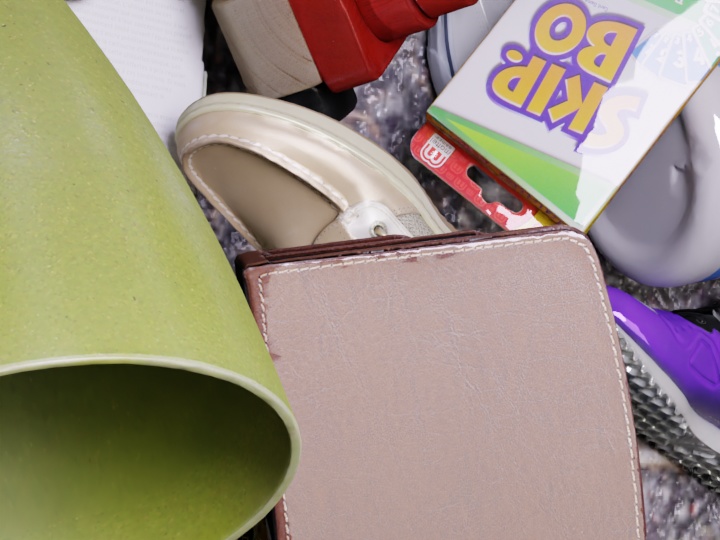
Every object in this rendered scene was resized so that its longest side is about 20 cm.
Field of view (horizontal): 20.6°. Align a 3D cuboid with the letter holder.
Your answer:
[{"bbox_3d":[0.032,0.087,0.776,0.140,0.101,0.202,-7,93,-5],"label":"letter holder"}]

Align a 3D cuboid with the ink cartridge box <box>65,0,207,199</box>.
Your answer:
[{"bbox_3d":[-0.145,-0.098,0.864,0.147,0.076,0.202,11,76,-30],"label":"ink cartridge box"}]

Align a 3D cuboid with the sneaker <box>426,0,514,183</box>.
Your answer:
[{"bbox_3d":[0.075,-0.143,0.993,0.072,0.071,0.202,-11,95,-30],"label":"sneaker"}]

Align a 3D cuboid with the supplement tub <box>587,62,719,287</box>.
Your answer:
[{"bbox_3d":[0.221,-0.069,1.045,0.198,0.132,0.134,-9,94,-30],"label":"supplement tub"}]

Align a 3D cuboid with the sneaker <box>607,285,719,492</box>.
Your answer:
[{"bbox_3d":[0.184,0.045,1.061,0.200,0.069,0.100,39,70,-33],"label":"sneaker"}]

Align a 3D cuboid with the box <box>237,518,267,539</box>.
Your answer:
[{"bbox_3d":[-0.062,0.142,0.925,0.158,0.049,0.202,13,83,-32],"label":"box"}]

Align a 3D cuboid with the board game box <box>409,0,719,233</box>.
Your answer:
[{"bbox_3d":[0.118,-0.108,0.944,0.095,0.030,0.201,38,88,7],"label":"board game box"}]

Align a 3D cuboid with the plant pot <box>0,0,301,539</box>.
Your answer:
[{"bbox_3d":[-0.133,-0.004,0.714,0.185,0.187,0.202,4,54,-30],"label":"plant pot"}]

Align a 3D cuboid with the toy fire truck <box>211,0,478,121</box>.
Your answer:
[{"bbox_3d":[0.038,-0.165,0.870,0.130,0.198,0.176,67,26,-19],"label":"toy fire truck"}]

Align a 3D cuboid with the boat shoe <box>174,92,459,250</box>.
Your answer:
[{"bbox_3d":[0.000,0.000,0.848,0.199,0.072,0.065,37,52,-19],"label":"boat shoe"}]
